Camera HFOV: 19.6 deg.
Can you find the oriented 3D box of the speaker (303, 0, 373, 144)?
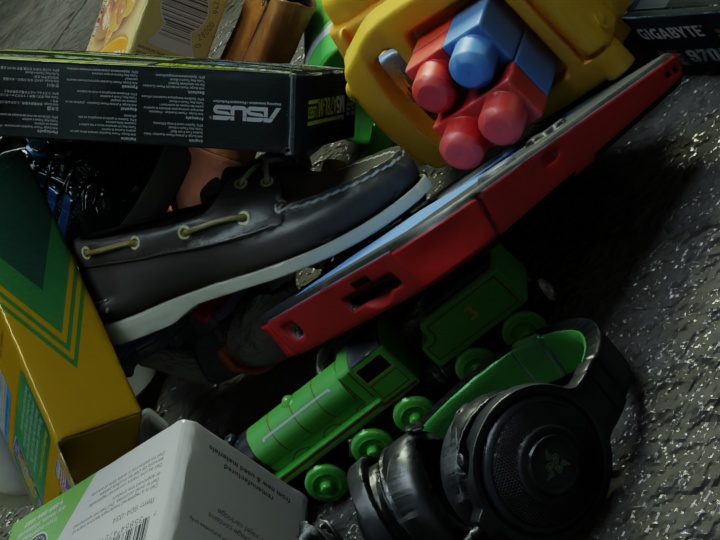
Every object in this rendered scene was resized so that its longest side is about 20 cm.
[{"bbox_3d":[0.003,-0.157,1.323,0.088,0.088,0.201,-40,24,19],"label":"speaker"}]

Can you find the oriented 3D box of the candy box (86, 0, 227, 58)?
[{"bbox_3d":[-0.151,-0.109,1.352,0.202,0.055,0.115,-70,21,2],"label":"candy box"}]

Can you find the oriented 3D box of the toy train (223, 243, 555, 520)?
[{"bbox_3d":[0.009,0.057,1.013,0.200,0.056,0.042,-38,25,22],"label":"toy train"}]

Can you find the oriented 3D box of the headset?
[{"bbox_3d":[0.038,0.082,0.873,0.123,0.094,0.200,-29,19,40],"label":"headset"}]

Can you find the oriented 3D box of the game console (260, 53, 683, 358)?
[{"bbox_3d":[0.048,-0.031,1.011,0.177,0.031,0.200,-41,6,-30],"label":"game console"}]

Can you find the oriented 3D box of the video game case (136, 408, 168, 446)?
[{"bbox_3d":[-0.178,0.191,1.185,0.200,0.023,0.182,-44,23,12],"label":"video game case"}]

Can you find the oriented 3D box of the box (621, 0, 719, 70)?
[{"bbox_3d":[0.233,-0.184,0.998,0.201,0.046,0.159,-54,23,-12],"label":"box"}]

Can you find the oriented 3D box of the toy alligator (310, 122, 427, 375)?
[{"bbox_3d":[0.000,0.000,1.134,0.055,0.059,0.201,90,-172,-49],"label":"toy alligator"}]

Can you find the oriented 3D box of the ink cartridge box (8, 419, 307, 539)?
[{"bbox_3d":[-0.112,0.192,0.963,0.145,0.084,0.201,-32,35,36],"label":"ink cartridge box"}]

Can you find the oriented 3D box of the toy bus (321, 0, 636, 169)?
[{"bbox_3d":[0.056,-0.122,1.099,0.199,0.136,0.193,-28,29,41],"label":"toy bus"}]

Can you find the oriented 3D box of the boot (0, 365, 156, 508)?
[{"bbox_3d":[-0.197,0.106,1.262,0.096,0.074,0.200,-47,-2,31],"label":"boot"}]

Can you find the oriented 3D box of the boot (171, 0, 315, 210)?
[{"bbox_3d":[-0.091,-0.119,1.340,0.189,0.068,0.202,-108,33,-64],"label":"boot"}]

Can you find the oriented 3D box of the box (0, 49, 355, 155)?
[{"bbox_3d":[-0.112,-0.092,1.117,0.193,0.198,0.048,-46,-41,-78],"label":"box"}]

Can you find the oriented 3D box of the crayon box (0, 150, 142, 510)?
[{"bbox_3d":[-0.171,0.054,1.131,0.051,0.201,0.126,-18,-23,-20],"label":"crayon box"}]

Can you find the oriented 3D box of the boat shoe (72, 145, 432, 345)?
[{"bbox_3d":[-0.060,-0.024,1.082,0.200,0.061,0.072,-23,9,20],"label":"boat shoe"}]

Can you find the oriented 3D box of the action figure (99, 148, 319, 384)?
[{"bbox_3d":[-0.087,-0.002,1.226,0.200,0.105,0.193,-45,42,-19],"label":"action figure"}]

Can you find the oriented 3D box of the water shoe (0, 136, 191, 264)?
[{"bbox_3d":[-0.178,-0.047,1.209,0.199,0.079,0.072,-15,43,50],"label":"water shoe"}]
